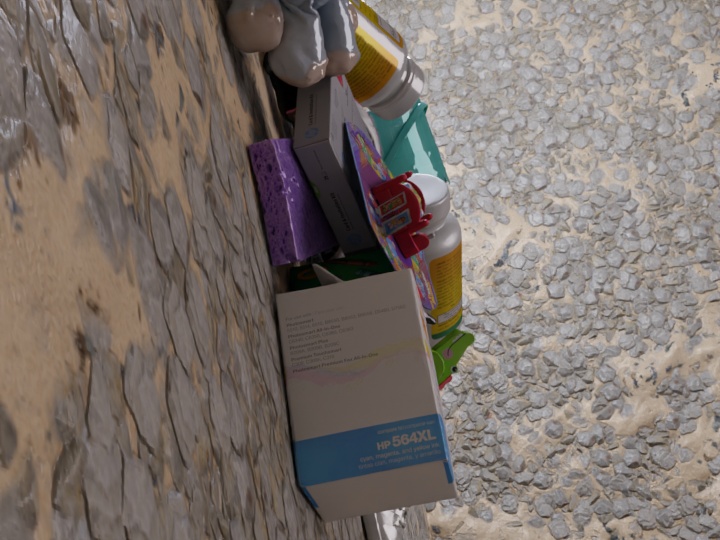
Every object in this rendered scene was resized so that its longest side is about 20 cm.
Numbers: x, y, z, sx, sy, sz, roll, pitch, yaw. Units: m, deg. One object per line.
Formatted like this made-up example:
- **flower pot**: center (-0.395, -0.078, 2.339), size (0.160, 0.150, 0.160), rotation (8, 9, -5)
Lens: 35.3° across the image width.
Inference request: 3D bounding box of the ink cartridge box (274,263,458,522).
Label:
- **ink cartridge box**: center (0.005, 0.099, 0.994), size (0.129, 0.124, 0.201), rotation (71, 9, -64)

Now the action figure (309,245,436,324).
- **action figure**: center (0.000, 0.000, 1.341), size (0.194, 0.104, 0.200), rotation (62, 2, -10)

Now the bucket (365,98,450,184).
- **bucket**: center (0.025, -0.168, 1.686), size (0.207, 0.206, 0.136), rotation (-75, 149, -82)

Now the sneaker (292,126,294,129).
- **sneaker**: center (-0.032, -0.162, 1.421), size (0.201, 0.075, 0.090), rotation (61, -7, -25)

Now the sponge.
- **sponge**: center (-0.057, -0.071, 1.095), size (0.200, 0.030, 0.112), rotation (-27, 105, -76)

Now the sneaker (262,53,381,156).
- **sneaker**: center (-0.055, -0.180, 1.298), size (0.200, 0.080, 0.086), rotation (55, 33, -15)

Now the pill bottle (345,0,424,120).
- **pill bottle**: center (-0.012, -0.275, 1.415), size (0.200, 0.113, 0.113), rotation (33, 35, -39)

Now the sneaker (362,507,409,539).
- **sneaker**: center (0.056, 0.268, 1.388), size (0.074, 0.115, 0.201), rotation (74, 7, -73)

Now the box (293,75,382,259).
- **box**: center (-0.012, -0.100, 1.151), size (0.156, 0.041, 0.201), rotation (-90, 162, -46)

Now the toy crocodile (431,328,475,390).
- **toy crocodile**: center (0.053, 0.138, 1.283), size (0.062, 0.200, 0.068), rotation (50, -7, -4)

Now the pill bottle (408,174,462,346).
- **pill bottle**: center (0.071, -0.013, 1.420), size (0.113, 0.112, 0.201), rotation (-96, -179, -57)

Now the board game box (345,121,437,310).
- **board game box**: center (0.047, -0.060, 1.101), size (0.158, 0.039, 0.201), rotation (49, 21, -47)

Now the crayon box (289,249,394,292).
- **crayon box**: center (0.007, 0.078, 1.157), size (0.058, 0.118, 0.201), rotation (-97, 174, -53)

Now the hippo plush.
- **hippo plush**: center (-0.026, -0.282, 1.041), size (0.159, 0.160, 0.201), rotation (20, 52, -41)
